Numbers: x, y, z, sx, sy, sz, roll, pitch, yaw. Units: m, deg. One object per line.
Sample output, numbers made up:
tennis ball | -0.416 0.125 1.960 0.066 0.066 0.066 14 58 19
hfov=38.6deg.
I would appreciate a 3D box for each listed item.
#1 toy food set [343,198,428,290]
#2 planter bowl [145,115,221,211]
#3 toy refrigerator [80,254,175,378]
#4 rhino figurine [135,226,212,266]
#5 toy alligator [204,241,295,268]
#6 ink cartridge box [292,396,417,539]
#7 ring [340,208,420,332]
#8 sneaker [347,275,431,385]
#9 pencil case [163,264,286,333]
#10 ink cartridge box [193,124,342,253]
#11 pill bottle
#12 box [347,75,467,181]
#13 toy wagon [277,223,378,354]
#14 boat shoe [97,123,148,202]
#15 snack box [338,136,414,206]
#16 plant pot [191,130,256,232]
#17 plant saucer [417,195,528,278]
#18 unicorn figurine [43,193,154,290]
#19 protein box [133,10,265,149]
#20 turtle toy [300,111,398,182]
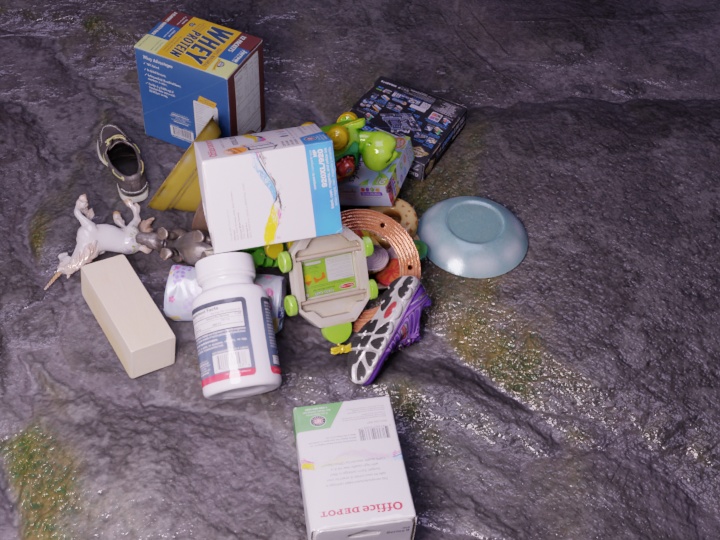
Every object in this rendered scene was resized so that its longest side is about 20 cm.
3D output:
toy food set | 0.015 -0.042 1.762 0.197 0.049 0.199 -5 48 -9
planter bowl | -0.283 -0.166 1.796 0.083 0.200 0.201 36 48 -11
toy refrigerator | -0.368 0.072 1.621 0.075 0.071 0.200 -19 51 -29
rhino figurine | -0.291 -0.040 1.674 0.198 0.061 0.087 8 0 31
toy alligator | -0.154 -0.028 1.622 0.198 0.055 0.059 -16 23 -30
ink cartridge box | -0.012 0.287 1.429 0.143 0.088 0.201 -6 46 -8
ring | 0.000 0.000 1.680 0.197 0.019 0.203 1 83 -7
sneaker | 0.055 0.102 1.614 0.080 0.083 0.201 -4 45 55
pencil case | -0.213 0.044 1.644 0.197 0.092 0.083 7 25 2
ink cartridge box | -0.143 -0.128 1.569 0.197 0.147 0.147 -10 20 -10
pill bottle | -0.189 0.082 1.534 0.118 0.120 0.203 -7 76 -10
box | 0.078 -0.278 1.985 0.198 0.050 0.199 23 51 17
toy wagon | -0.048 0.031 1.621 0.153 0.203 0.039 -11 9 -24
boat shoe | -0.435 -0.211 1.881 0.071 0.061 0.202 -18 51 -19
snack box | -0.017 -0.179 1.848 0.197 0.053 0.143 3 45 24
plant pot | -0.161 -0.108 1.736 0.173 0.201 0.201 29 50 0
plant saucer | 0.199 -0.073 1.808 0.198 0.039 0.203 1 48 -1
unicorn figurine | -0.437 -0.056 1.726 0.197 0.074 0.139 -7 58 -17
protein box | -0.294 -0.339 1.913 0.196 0.201 0.135 20 48 15
turtle toy | -0.035 -0.205 1.759 0.197 0.102 0.146 -12 19 14
